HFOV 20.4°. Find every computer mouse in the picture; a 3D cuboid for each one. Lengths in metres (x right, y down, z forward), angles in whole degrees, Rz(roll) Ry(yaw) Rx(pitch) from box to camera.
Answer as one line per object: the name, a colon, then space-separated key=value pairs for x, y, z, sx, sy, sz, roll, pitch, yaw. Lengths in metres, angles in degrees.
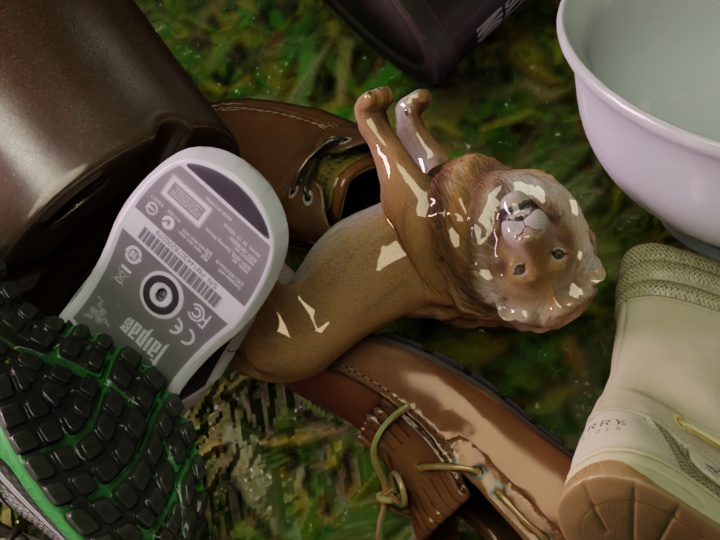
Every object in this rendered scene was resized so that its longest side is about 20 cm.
computer mouse: x=-0.089 y=0.031 z=0.840 sx=0.110 sy=0.044 sz=0.200 roll=43 pitch=115 yaw=8

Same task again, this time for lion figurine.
lion figurine: x=0.000 y=0.000 z=0.855 sx=0.199 sy=0.072 sz=0.123 roll=-29 pitch=78 yaw=22

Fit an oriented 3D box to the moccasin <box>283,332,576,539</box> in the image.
moccasin: x=0.044 y=0.095 z=0.877 sx=0.201 sy=0.074 sz=0.078 roll=36 pitch=72 yaw=11

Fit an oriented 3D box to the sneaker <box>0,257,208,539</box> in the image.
sneaker: x=-0.143 y=0.054 z=0.814 sx=0.200 sy=0.085 sz=0.078 roll=45 pitch=48 yaw=4

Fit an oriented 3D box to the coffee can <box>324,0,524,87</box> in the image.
coffee can: x=0.058 y=-0.207 z=0.931 sx=0.200 sy=0.146 sz=0.146 roll=-44 pitch=68 yaw=-5

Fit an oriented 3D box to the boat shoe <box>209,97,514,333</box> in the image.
boat shoe: x=-0.002 y=-0.039 z=0.930 sx=0.199 sy=0.068 sz=0.072 roll=21 pitch=79 yaw=19

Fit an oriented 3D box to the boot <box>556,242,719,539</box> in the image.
boot: x=0.174 y=0.091 z=0.837 sx=0.200 sy=0.073 sz=0.156 roll=35 pitch=42 yaw=-15

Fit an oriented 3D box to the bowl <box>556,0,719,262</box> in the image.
bowl: x=0.179 y=-0.062 z=0.865 sx=0.200 sy=0.091 sz=0.202 roll=3 pitch=35 yaw=-2

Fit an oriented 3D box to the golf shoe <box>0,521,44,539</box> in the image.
golf shoe: x=-0.181 y=0.117 z=0.813 sx=0.094 sy=0.078 sz=0.201 roll=-31 pitch=89 yaw=-24

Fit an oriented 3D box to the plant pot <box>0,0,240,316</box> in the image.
plant pot: x=-0.169 y=-0.078 z=0.915 sx=0.200 sy=0.200 sz=0.198 roll=-42 pitch=72 yaw=-4
